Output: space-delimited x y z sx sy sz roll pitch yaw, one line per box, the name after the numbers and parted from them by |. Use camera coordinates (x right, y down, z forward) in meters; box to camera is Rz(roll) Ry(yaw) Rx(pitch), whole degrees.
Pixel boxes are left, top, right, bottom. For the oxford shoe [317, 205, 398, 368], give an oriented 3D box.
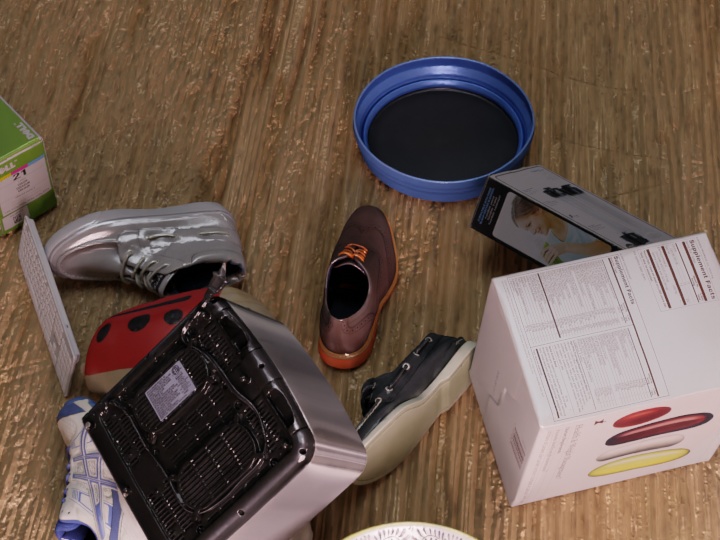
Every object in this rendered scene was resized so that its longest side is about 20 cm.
0.000 0.000 1.607 0.070 0.073 0.201 4 48 5 | oxford shoe

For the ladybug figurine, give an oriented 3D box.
-0.174 0.065 1.516 0.198 0.073 0.136 -15 13 7 | ladybug figurine

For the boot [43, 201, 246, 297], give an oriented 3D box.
-0.214 -0.011 1.618 0.198 0.074 0.096 -13 42 -12 | boot

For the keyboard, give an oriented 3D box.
-0.311 0.033 1.596 0.011 0.057 0.201 1 43 -30 | keyboard

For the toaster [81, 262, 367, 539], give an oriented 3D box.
-0.111 0.135 1.361 0.200 0.118 0.181 -44 63 14 | toaster

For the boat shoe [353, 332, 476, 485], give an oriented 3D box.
0.033 0.120 1.500 0.066 0.075 0.199 28 54 26 | boat shoe

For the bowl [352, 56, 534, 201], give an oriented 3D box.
0.091 -0.155 1.766 0.198 0.040 0.202 0 49 0 | bowl

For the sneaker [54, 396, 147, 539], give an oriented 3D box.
-0.241 0.196 1.437 0.088 0.076 0.200 -26 50 -15 | sneaker

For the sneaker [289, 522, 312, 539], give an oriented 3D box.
-0.089 0.183 1.443 0.076 0.081 0.201 -9 50 -10 | sneaker

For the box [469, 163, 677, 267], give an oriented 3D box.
0.223 -0.032 1.610 0.199 0.061 0.116 31 24 24 | box

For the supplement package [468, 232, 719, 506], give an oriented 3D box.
0.218 0.091 1.428 0.198 0.192 0.148 -12 63 -9 | supplement package

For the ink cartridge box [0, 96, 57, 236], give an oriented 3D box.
-0.396 -0.158 1.669 0.075 0.201 0.148 -31 55 -25 | ink cartridge box

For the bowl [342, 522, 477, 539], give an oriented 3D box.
0.041 0.314 1.303 0.198 0.095 0.202 -1 48 1 | bowl
